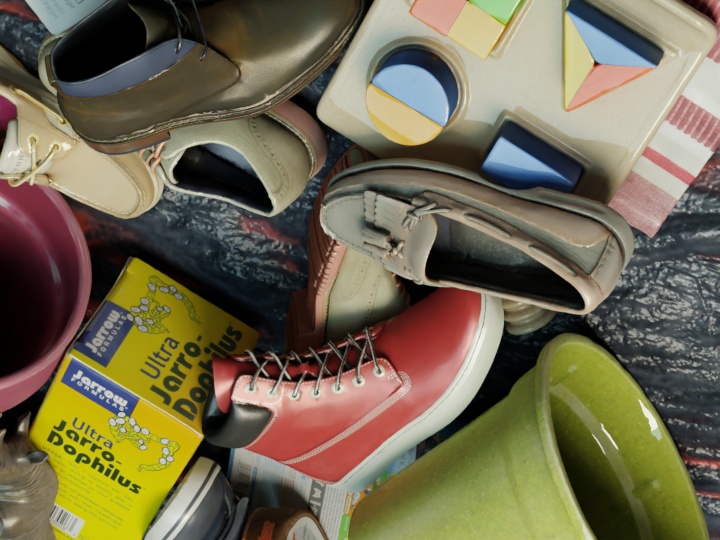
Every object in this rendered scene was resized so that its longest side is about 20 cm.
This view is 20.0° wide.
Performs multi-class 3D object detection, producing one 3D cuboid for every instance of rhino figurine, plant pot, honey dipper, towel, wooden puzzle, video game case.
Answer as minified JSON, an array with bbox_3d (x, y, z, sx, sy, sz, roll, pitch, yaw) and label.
[{"bbox_3d":[-0.251,0.164,1.407,0.087,0.060,0.201,-9,135,-19],"label":"rhino figurine"},{"bbox_3d":[0.099,0.170,1.318,0.183,0.201,0.201,-28,111,26],"label":"plant pot"},{"bbox_3d":[0.072,-0.052,1.295,0.038,0.038,0.201,-13,114,29],"label":"honey dipper"},{"bbox_3d":[0.164,-0.128,1.209,0.143,0.023,0.201,32,128,0],"label":"towel"},{"bbox_3d":[-0.301,0.031,1.413,0.199,0.201,0.179,31,146,-3],"label":"plant pot"},{"bbox_3d":[0.085,-0.111,1.206,0.184,0.046,0.201,31,125,1],"label":"wooden puzzle"},{"bbox_3d":[0.002,0.145,1.474,0.198,0.018,0.144,18,128,9],"label":"video game case"}]

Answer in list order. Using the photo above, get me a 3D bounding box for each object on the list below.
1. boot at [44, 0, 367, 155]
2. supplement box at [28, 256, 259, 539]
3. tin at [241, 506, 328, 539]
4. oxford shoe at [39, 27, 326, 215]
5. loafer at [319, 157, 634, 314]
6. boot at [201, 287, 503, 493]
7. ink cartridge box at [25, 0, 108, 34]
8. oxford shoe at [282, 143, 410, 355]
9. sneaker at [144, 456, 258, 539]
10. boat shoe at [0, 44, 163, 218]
[{"bbox_3d":[-0.093,-0.134,1.218,0.199,0.097,0.075,-26,72,5],"label":"boot"},{"bbox_3d":[-0.168,0.109,1.446,0.109,0.109,0.200,30,135,-2],"label":"supplement box"},{"bbox_3d":[-0.039,0.254,1.497,0.041,0.113,0.201,-9,136,15],"label":"tin"},{"bbox_3d":[-0.123,-0.097,1.298,0.198,0.074,0.071,21,133,10],"label":"oxford shoe"},{"bbox_3d":[0.060,-0.018,1.210,0.198,0.063,0.072,9,136,24],"label":"loafer"},{"bbox_3d":[-0.012,0.060,1.308,0.143,0.073,0.200,22,128,-30],"label":"boot"},{"bbox_3d":[-0.141,-0.251,1.198,0.199,0.084,0.146,-24,113,33],"label":"ink cartridge box"},{"bbox_3d":[0.000,0.000,1.349,0.073,0.071,0.201,6,132,-12],"label":"oxford shoe"},{"bbox_3d":[-0.107,0.190,1.473,0.079,0.079,0.200,35,166,3],"label":"sneaker"},{"bbox_3d":[-0.226,-0.090,1.358,0.199,0.069,0.074,33,130,-4],"label":"boat shoe"}]
